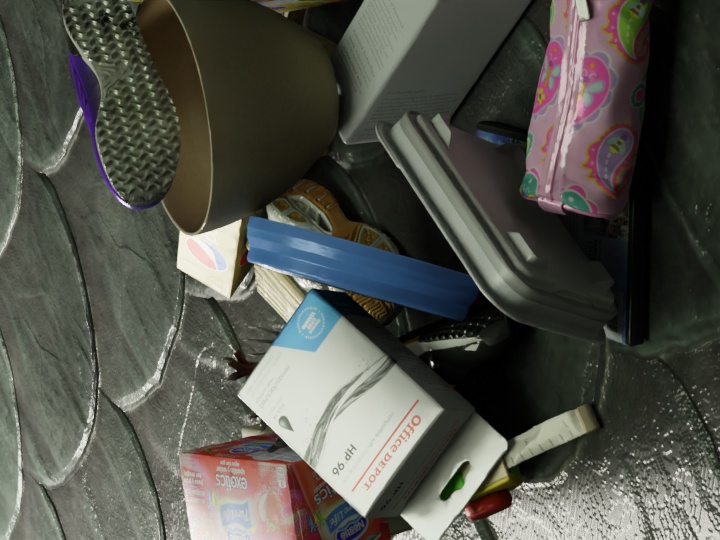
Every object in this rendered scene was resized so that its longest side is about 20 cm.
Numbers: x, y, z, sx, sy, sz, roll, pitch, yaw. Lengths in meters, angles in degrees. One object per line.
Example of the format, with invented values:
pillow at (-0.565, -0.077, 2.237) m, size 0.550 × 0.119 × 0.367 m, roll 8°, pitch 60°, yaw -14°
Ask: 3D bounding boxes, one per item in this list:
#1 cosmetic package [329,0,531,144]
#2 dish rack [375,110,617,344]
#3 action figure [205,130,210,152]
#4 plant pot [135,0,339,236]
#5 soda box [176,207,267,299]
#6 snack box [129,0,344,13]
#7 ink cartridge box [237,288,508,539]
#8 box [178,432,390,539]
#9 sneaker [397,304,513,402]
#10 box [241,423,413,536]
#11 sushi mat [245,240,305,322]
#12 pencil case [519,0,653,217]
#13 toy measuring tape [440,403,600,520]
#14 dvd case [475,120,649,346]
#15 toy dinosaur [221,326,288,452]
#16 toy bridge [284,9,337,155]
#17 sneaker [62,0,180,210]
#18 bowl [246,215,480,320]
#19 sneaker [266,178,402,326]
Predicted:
cosmetic package at (0.051, -0.190, 1.484) m, size 0.200 × 0.101 × 0.074 m, roll -55°, pitch 52°, yaw 47°
dish rack at (0.110, -0.040, 1.362) m, size 0.044 × 0.171 × 0.201 m, roll -44°, pitch 57°, yaw 21°
action figure at (-0.139, -0.160, 1.643) m, size 0.102 × 0.198 × 0.120 m, roll 20°, pitch 114°, yaw 59°
plant pot at (-0.095, -0.140, 1.517) m, size 0.200 × 0.133 × 0.202 m, roll 168°, pitch 90°, yaw -69°
soda box at (-0.131, -0.054, 1.771) m, size 0.067 × 0.064 × 0.200 m, roll 30°, pitch 154°, yaw 7°
snack box at (-0.094, -0.264, 1.555) m, size 0.168 × 0.199 × 0.068 m, roll -4°, pitch 87°, yaw 40°
ink cartridge box at (0.010, 0.121, 1.505) m, size 0.200 × 0.068 × 0.116 m, roll 41°, pitch 103°, yaw 24°
box at (-0.070, 0.204, 1.643) m, size 0.199 × 0.099 × 0.096 m, roll -3°, pitch 95°, yaw 56°
sneaker at (0.079, 0.090, 1.565) m, size 0.200 × 0.070 × 0.091 m, roll -20°, pitch 97°, yaw 58°
box at (-0.029, 0.194, 1.741) m, size 0.199 × 0.077 × 0.096 m, roll 4°, pitch 102°, yaw 57°
sushi mat at (-0.047, 0.055, 1.737) m, size 0.200 × 0.012 × 0.096 m, roll 48°, pitch 163°, yaw 30°
pencil case at (0.165, -0.141, 1.314) m, size 0.087 × 0.087 × 0.202 m, roll 27°, pitch 115°, yaw 51°
toy measuring tape at (0.127, 0.156, 1.521) m, size 0.199 × 0.073 × 0.074 m, roll -31°, pitch 72°, yaw 33°
dvd case at (0.154, -0.033, 1.443) m, size 0.199 × 0.017 × 0.144 m, roll 22°, pitch 116°, yaw 55°
toy dinosaur at (-0.044, 0.083, 1.664) m, size 0.181 × 0.199 × 0.106 m, roll -17°, pitch 96°, yaw 39°
toy bridge at (-0.049, -0.211, 1.703) m, size 0.067 × 0.027 × 0.202 m, roll 35°, pitch 127°, yaw 50°
sneaker at (-0.195, -0.130, 1.512) m, size 0.100 × 0.069 × 0.202 m, roll 107°, pitch 149°, yaw -64°
bowl at (0.000, 0.000, 1.502) m, size 0.200 × 0.199 × 0.040 m, roll 14°, pitch 88°, yaw 55°
sneaker at (-0.017, -0.002, 1.690) m, size 0.200 × 0.075 × 0.088 m, roll 50°, pitch 153°, yaw 43°
